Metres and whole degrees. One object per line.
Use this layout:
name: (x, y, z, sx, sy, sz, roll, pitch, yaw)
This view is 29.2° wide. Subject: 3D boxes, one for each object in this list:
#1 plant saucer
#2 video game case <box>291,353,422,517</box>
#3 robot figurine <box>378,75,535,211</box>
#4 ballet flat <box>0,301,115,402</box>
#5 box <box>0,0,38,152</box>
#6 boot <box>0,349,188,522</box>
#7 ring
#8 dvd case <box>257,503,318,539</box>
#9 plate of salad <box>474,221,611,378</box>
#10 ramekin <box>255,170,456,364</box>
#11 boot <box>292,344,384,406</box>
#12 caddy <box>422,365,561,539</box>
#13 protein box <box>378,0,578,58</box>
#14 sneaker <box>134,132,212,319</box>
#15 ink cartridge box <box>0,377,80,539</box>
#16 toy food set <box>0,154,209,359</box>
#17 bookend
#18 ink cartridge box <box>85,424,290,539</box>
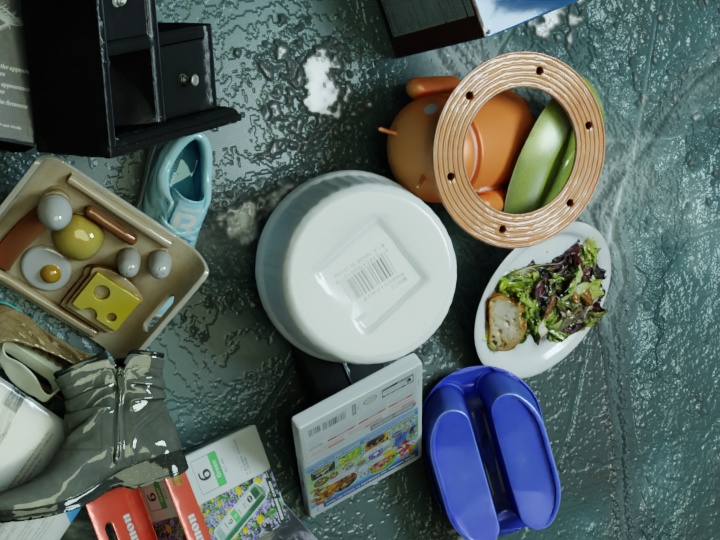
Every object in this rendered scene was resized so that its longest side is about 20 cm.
plant saucer: (0.220, -0.114, 1.524, 0.200, 0.031, 0.200, -46, 152, -34)
video game case: (0.000, 0.174, 1.433, 0.143, 0.018, 0.200, -27, 148, -16)
robot figurine: (0.111, -0.134, 1.482, 0.200, 0.116, 0.144, -15, 110, -41)
ballet flat: (-0.286, 0.104, 1.334, 0.200, 0.072, 0.068, 35, 122, -24)
box: (-0.366, -0.221, 1.281, 0.148, 0.104, 0.201, 10, 88, -25)
boot: (-0.265, 0.152, 1.286, 0.199, 0.068, 0.131, -16, 87, -25)
ring: (0.161, -0.123, 1.418, 0.200, 0.019, 0.201, -4, 101, -22)
dvd case: (-0.121, 0.350, 1.467, 0.200, 0.016, 0.149, -45, 109, -16)
plate of salad: (0.213, 0.039, 1.556, 0.200, 0.048, 0.201, -19, 126, -29)
ramekin: (0.000, 0.000, 1.395, 0.200, 0.098, 0.201, -1, 95, -14)
boot: (0.006, 0.072, 1.482, 0.164, 0.066, 0.201, -22, 96, -10)
caddy: (0.144, 0.206, 1.537, 0.141, 0.105, 0.201, -16, 100, -1)
protein box: (0.140, -0.327, 1.456, 0.198, 0.200, 0.135, -24, 102, -22)
sneaker: (-0.190, -0.049, 1.382, 0.074, 0.082, 0.201, 5, 90, -24)
ink cartridge box: (-0.361, 0.177, 1.311, 0.200, 0.084, 0.145, 39, 77, -22)
toy food set: (-0.267, -0.002, 1.327, 0.200, 0.060, 0.144, 35, 107, -22)
bookend: (-0.211, -0.221, 1.291, 0.200, 0.092, 0.199, -25, 117, -55)
ink cartridge box: (-0.168, 0.238, 1.372, 0.200, 0.050, 0.109, -21, 90, -48)
